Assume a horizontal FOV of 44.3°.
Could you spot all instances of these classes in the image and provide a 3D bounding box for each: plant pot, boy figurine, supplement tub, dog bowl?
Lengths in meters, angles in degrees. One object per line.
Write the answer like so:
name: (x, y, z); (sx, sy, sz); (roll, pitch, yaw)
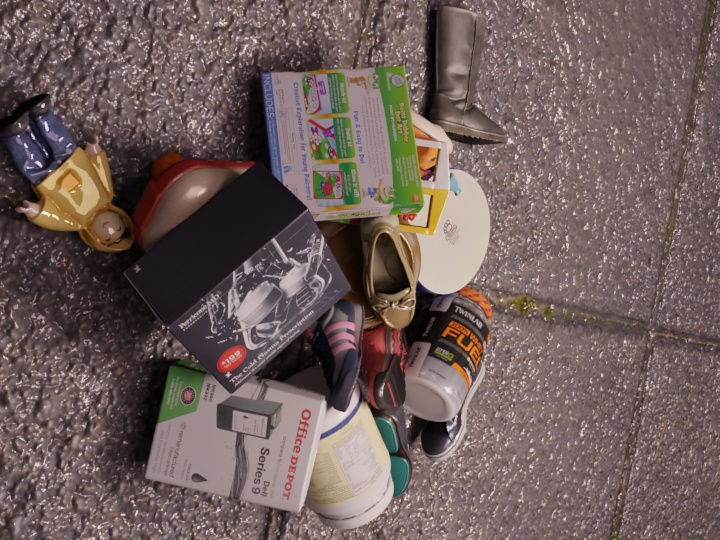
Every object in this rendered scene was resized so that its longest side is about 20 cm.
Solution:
plant pot: (0.000, 0.000, 1.280); (0.199, 0.027, 0.201); (-6, 111, -17)
boy figurine: (-0.329, -0.093, 0.994); (0.124, 0.064, 0.201); (-47, 123, -31)
supplement tub: (-0.041, 0.253, 1.260); (0.145, 0.145, 0.201); (-39, 121, -31)
supplement tub: (0.131, 0.127, 1.401); (0.123, 0.122, 0.200); (55, 48, -33)
dog bowl: (0.114, -0.065, 1.397); (0.199, 0.079, 0.201); (-8, 102, -42)

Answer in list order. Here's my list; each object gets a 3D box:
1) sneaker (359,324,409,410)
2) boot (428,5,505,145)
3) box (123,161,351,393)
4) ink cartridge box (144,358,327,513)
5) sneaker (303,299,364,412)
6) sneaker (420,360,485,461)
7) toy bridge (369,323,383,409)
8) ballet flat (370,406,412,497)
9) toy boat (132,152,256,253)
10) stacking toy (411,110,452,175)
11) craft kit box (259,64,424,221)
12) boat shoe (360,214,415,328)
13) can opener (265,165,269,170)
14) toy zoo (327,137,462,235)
sneaker: (0.020, 0.142, 1.278); (0.200, 0.086, 0.074); (-73, 151, -65)
boot: (0.179, -0.312, 1.434); (0.181, 0.072, 0.201); (7, 85, -45)
box: (-0.136, 0.013, 1.027); (0.200, 0.104, 0.182); (-42, 146, -9)
ink cartridge box: (-0.152, 0.206, 1.115); (0.199, 0.084, 0.147); (12, 88, 1)
sneaker: (-0.042, 0.110, 1.190); (0.082, 0.200, 0.070); (15, 122, -8)
sneaker: (0.141, 0.213, 1.470); (0.079, 0.078, 0.201); (52, 52, -40)
toy bridge: (0.026, 0.167, 1.389); (0.067, 0.027, 0.201); (25, 80, -45)
ballet flat: (0.051, 0.273, 1.392); (0.073, 0.073, 0.201); (-38, 137, -32)
toy boat: (-0.203, -0.094, 1.074); (0.200, 0.131, 0.131); (-8, 137, -57)
stacking toy: (0.029, -0.144, 1.299); (0.146, 0.146, 0.201); (28, 96, -42)
craft kit box: (-0.026, -0.168, 1.166); (0.196, 0.049, 0.201); (-5, 77, -7)
boat shoe: (0.040, 0.009, 1.230); (0.073, 0.063, 0.202); (-7, 125, -1)
can opener: (-0.093, -0.047, 1.196); (0.063, 0.079, 0.201); (-19, 95, 4)
toy zoo: (0.044, -0.122, 1.223); (0.199, 0.020, 0.132); (8, 98, -8)
